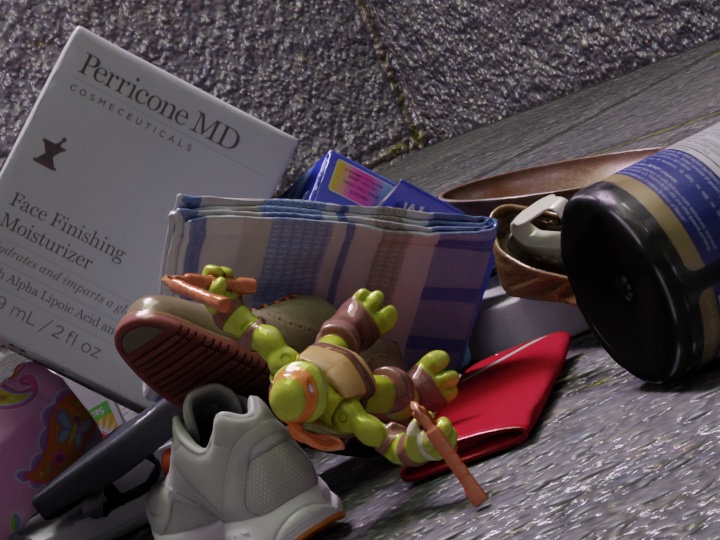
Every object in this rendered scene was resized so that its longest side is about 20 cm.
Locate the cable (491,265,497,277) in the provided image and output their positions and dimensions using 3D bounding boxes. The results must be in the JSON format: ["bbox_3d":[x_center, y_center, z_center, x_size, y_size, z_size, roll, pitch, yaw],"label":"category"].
[{"bbox_3d":[0.061,-0.030,1.632,0.162,0.051,0.200,15,-20,-25],"label":"cable"}]

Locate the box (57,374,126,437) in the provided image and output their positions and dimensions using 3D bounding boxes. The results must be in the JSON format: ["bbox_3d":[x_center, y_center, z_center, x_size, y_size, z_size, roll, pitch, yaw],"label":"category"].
[{"bbox_3d":[-0.272,0.150,1.487,0.200,0.102,0.112,-28,7,-38],"label":"box"}]

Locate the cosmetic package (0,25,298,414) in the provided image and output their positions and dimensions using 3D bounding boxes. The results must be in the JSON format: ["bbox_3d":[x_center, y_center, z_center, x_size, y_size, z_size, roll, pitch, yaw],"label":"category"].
[{"bbox_3d":[-0.164,-0.027,1.370,0.201,0.164,0.165,-65,8,-8],"label":"cosmetic package"}]

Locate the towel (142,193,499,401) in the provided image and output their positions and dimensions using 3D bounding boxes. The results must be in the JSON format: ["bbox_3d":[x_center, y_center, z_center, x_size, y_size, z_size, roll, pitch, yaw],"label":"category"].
[{"bbox_3d":[-0.025,0.023,1.210,0.199,0.147,0.024,3,36,-16],"label":"towel"}]

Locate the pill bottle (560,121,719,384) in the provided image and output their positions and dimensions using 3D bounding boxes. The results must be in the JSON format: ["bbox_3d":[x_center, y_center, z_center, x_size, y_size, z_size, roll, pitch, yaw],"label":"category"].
[{"bbox_3d":[0.215,-0.029,1.092,0.199,0.112,0.112,-25,6,-19],"label":"pill bottle"}]

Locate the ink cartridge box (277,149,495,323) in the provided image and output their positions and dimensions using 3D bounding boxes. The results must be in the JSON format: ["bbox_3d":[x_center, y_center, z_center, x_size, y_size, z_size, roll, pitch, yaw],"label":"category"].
[{"bbox_3d":[0.000,0.000,1.381,0.200,0.136,0.077,-34,32,61],"label":"ink cartridge box"}]

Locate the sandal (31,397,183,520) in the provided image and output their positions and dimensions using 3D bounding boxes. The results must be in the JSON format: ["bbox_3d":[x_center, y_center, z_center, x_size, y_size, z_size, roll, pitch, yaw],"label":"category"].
[{"bbox_3d":[-0.148,0.124,1.243,0.076,0.043,0.200,-40,3,-24],"label":"sandal"}]

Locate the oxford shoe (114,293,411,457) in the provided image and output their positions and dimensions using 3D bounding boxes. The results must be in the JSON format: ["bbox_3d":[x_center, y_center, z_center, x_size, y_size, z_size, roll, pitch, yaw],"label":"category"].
[{"bbox_3d":[-0.054,0.045,1.162,0.200,0.075,0.070,25,-38,-38],"label":"oxford shoe"}]

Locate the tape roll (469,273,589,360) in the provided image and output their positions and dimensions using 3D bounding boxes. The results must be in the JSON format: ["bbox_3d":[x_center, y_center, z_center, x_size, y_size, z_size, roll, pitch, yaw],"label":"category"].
[{"bbox_3d":[0.156,0.005,1.409,0.202,0.037,0.203,-24,6,3],"label":"tape roll"}]

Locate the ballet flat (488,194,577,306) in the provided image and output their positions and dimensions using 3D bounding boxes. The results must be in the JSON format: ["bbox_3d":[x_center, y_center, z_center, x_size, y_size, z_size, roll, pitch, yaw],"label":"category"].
[{"bbox_3d":[0.142,-0.013,1.246,0.068,0.072,0.200,-44,27,-20],"label":"ballet flat"}]

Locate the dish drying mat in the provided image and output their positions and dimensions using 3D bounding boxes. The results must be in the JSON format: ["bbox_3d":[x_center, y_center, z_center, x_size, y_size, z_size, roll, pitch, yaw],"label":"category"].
[{"bbox_3d":[0.075,0.074,1.181,0.076,0.018,0.200,-21,6,17],"label":"dish drying mat"}]

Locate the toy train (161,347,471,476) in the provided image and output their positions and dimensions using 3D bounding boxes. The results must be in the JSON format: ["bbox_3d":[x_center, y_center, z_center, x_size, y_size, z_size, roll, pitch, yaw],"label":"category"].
[{"bbox_3d":[-0.035,0.075,1.311,0.200,0.056,0.150,-29,20,-30],"label":"toy train"}]

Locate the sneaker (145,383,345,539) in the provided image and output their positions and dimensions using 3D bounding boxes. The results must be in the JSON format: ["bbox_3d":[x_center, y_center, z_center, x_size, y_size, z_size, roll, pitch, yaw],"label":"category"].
[{"bbox_3d":[-0.075,0.105,1.134,0.075,0.092,0.200,-27,5,-26],"label":"sneaker"}]

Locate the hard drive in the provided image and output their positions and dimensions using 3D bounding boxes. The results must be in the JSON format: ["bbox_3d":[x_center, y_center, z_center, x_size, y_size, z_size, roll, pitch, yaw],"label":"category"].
[{"bbox_3d":[-0.138,0.143,1.387,0.199,0.026,0.132,-26,6,-20],"label":"hard drive"}]

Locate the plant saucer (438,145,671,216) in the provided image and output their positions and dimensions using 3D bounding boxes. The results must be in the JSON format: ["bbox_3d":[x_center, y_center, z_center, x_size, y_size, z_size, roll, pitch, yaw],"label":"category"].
[{"bbox_3d":[0.154,-0.052,1.423,0.199,0.037,0.200,-10,7,1],"label":"plant saucer"}]

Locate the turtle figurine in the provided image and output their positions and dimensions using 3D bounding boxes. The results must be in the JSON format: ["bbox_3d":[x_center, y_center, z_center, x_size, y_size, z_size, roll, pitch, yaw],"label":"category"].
[{"bbox_3d":[-0.005,0.062,1.066,0.065,0.200,0.161,-63,-17,15],"label":"turtle figurine"}]

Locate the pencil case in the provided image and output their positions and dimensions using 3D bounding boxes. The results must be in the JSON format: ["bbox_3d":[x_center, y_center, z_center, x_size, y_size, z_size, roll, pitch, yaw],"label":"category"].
[{"bbox_3d":[-0.256,0.148,1.322,0.200,0.088,0.087,-46,16,-29],"label":"pencil case"}]
